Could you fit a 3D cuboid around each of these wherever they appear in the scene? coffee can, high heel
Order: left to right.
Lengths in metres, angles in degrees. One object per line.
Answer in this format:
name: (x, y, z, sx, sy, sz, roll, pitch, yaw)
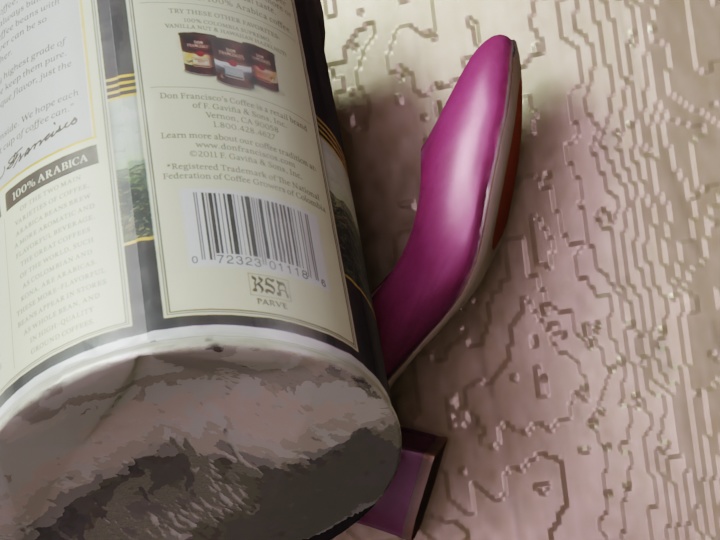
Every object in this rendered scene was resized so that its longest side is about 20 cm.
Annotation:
coffee can: (-0.072, -0.010, 0.815, 0.146, 0.146, 0.201, -22, 52, 15)
high heel: (0.000, 0.000, 0.867, 0.096, 0.067, 0.201, 16, 93, 9)
